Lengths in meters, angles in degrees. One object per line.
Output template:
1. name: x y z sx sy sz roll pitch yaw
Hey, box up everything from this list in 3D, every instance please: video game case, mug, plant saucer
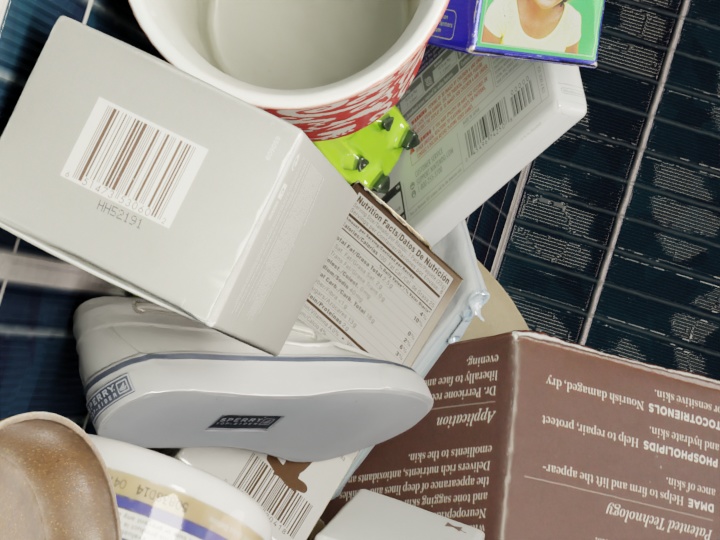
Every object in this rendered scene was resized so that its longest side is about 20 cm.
1. video game case: 0.038 -0.110 1.540 0.200 0.023 0.183 -42 -131 46
2. mug: -0.011 -0.136 1.260 0.178 0.133 0.200 -51 175 -3
3. plant saucer: -0.151 0.148 1.116 0.200 0.032 0.201 13 90 -68

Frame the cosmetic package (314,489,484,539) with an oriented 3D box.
1. cosmetic package: -0.006 0.221 1.477 0.101 0.071 0.201 -34 141 -74

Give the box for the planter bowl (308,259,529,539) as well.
1. planter bowl: -0.001 0.082 1.784 0.135 0.200 0.201 -33 148 -35

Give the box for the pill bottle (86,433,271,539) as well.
1. pill bottle: -0.120 0.179 1.261 0.116 0.115 0.201 87 21 -71

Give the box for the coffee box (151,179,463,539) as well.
1. coffee box: -0.044 0.065 1.476 0.114 0.080 0.200 -35 -163 49

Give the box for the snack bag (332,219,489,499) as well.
1. snack bag: 0.000 0.000 1.616 0.189 0.021 0.200 -54 -144 39

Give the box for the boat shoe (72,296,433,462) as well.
1. boat shoe: -0.046 0.042 1.355 0.074 0.066 0.200 -36 152 31

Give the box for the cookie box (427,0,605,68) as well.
1. cookie box: 0.055 -0.209 1.429 0.171 0.075 0.201 21 -74 59

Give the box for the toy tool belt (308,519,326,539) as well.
1. toy tool belt: -0.104 0.195 1.541 0.123 0.125 0.200 -37 -164 41

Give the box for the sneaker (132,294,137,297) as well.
1. sneaker: -0.061 -0.008 1.398 0.200 0.083 0.074 91 18 -77

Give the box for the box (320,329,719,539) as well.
1. box: 0.085 0.150 1.619 0.166 0.164 0.201 -10 -110 52

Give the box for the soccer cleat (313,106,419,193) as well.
1. soccer cleat: -0.038 -0.101 1.465 0.068 0.081 0.200 -54 148 -10

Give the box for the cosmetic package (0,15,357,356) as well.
1. cosmetic package: -0.072 -0.028 1.164 0.090 0.107 0.200 -64 171 -5
